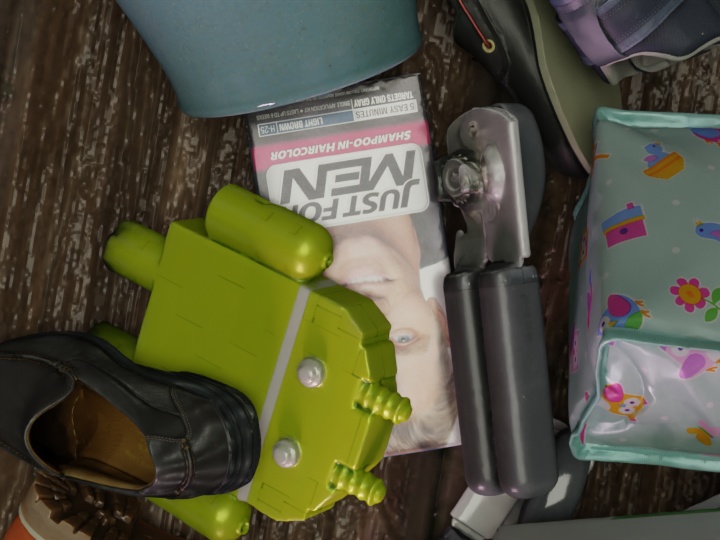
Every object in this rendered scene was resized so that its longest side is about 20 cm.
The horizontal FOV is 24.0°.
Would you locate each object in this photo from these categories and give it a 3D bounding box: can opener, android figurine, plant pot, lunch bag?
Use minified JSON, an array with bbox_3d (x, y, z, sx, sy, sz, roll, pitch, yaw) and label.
[{"bbox_3d":[0.061,0.168,0.925,0.053,0.067,0.201,32,90,-1],"label":"can opener"},{"bbox_3d":[-0.061,0.053,0.885,0.199,0.041,0.183,28,109,26],"label":"android figurine"},{"bbox_3d":[-0.053,-0.185,0.859,0.199,0.200,0.189,-16,106,-1],"label":"plant pot"},{"bbox_3d":[0.081,0.014,0.878,0.067,0.053,0.202,-7,92,-38],"label":"can opener"},{"bbox_3d":[0.209,0.014,0.856,0.198,0.122,0.171,6,49,-1],"label":"lunch bag"}]

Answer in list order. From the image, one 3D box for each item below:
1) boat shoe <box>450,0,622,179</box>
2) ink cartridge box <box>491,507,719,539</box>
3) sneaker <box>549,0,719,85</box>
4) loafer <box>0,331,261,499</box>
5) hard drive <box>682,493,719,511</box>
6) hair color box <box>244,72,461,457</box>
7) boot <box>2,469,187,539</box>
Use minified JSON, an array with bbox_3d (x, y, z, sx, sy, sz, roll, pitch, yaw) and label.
[{"bbox_3d":[0.086,-0.140,0.924,0.063,0.074,0.202,-16,105,37],"label":"boat shoe"},{"bbox_3d":[0.154,0.228,0.862,0.144,0.088,0.201,-9,119,27],"label":"ink cartridge box"},{"bbox_3d":[0.151,-0.190,0.898,0.146,0.077,0.203,48,55,-15],"label":"sneaker"},{"bbox_3d":[-0.148,0.074,0.878,0.199,0.072,0.073,5,99,34],"label":"loafer"},{"bbox_3d":[0.280,0.144,0.883,0.199,0.025,0.133,-26,106,6],"label":"hard drive"},{"bbox_3d":[0.000,0.000,0.923,0.099,0.061,0.202,-9,92,0],"label":"hair color box"},{"bbox_3d":[-0.114,0.200,0.929,0.199,0.075,0.108,32,108,-5],"label":"boot"}]
